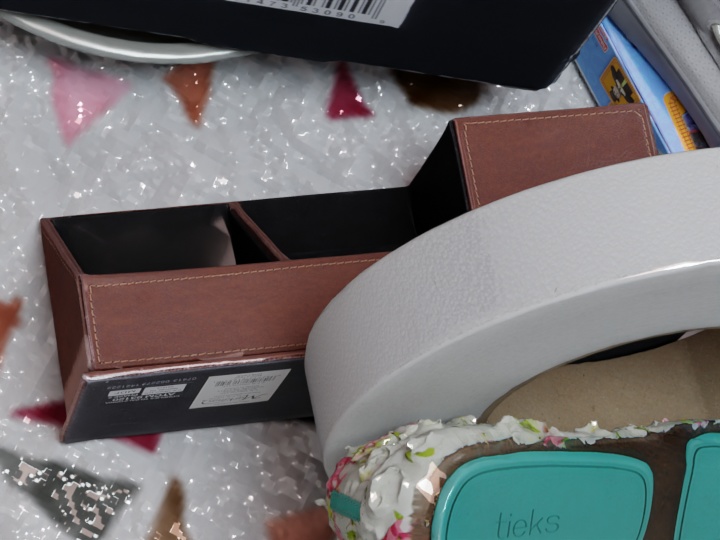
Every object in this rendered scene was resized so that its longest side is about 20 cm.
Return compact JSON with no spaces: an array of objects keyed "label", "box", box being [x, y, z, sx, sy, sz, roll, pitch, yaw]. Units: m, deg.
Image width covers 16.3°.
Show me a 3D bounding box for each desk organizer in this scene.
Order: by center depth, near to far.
[{"label":"desk organizer","box":[0.000,0.000,0.815,0.200,0.072,0.077,-5,72,-15]}]

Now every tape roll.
[{"label":"tape roll","box":[0.083,0.024,0.755,0.202,0.203,0.037,-5,65,-15]}]

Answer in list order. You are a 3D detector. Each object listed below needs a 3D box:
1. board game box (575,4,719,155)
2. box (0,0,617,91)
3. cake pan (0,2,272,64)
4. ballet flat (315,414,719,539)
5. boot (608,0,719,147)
[{"label":"board game box","box":[0.174,-0.046,0.887,0.151,0.037,0.200,-23,80,-18]},{"label":"box","box":[-0.013,-0.181,0.802,0.200,0.124,0.197,7,70,-11]},{"label":"cake pan","box":[-0.073,-0.159,0.864,0.200,0.037,0.201,4,73,-12]},{"label":"ballet flat","box":[0.071,0.074,0.755,0.200,0.064,0.076,15,85,-39]},{"label":"boot","box":[0.151,-0.068,0.818,0.074,0.096,0.200,-41,85,-20]}]
